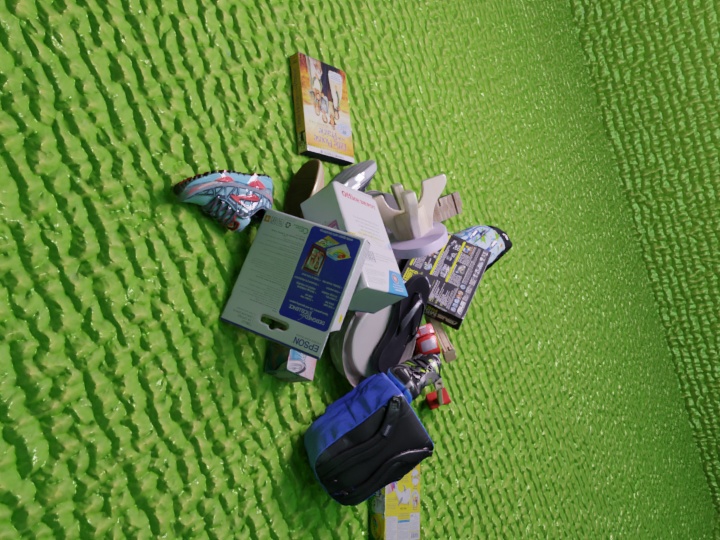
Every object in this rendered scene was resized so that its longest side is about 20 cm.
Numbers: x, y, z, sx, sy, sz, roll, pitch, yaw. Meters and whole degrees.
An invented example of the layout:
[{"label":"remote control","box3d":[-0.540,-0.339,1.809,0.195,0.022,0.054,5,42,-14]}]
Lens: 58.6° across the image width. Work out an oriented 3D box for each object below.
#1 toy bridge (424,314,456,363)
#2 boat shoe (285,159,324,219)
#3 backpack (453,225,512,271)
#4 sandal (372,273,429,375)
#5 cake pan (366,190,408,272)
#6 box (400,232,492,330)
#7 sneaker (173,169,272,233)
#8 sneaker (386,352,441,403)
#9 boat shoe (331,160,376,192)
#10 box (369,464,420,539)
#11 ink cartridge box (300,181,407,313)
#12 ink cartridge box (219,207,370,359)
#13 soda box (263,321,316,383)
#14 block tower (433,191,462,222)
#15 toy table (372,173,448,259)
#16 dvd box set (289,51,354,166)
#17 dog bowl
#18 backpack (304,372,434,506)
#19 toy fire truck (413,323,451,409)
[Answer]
[{"label":"toy bridge","box3d":[0.153,0.105,1.375,0.201,0.027,0.068,-113,-176,-50]},{"label":"boat shoe","box3d":[-0.100,-0.107,1.193,0.064,0.070,0.204,29,68,-48]},{"label":"backpack","box3d":[0.244,-0.031,1.530,0.155,0.162,0.201,52,52,-15]},{"label":"sandal","box3d":[0.089,0.106,1.224,0.076,0.042,0.204,31,78,-43]},{"label":"cake pan","box3d":[0.057,-0.079,1.394,0.198,0.036,0.205,17,67,-47]},{"label":"box","box3d":[0.176,0.009,1.371,0.045,0.158,0.202,101,16,-53]},{"label":"sneaker","box3d":[-0.212,-0.110,1.046,0.198,0.078,0.098,-7,87,-50]},{"label":"sneaker","box3d":[0.105,0.188,1.188,0.071,0.082,0.199,55,17,7]},{"label":"boat shoe","box3d":[-0.027,-0.150,1.297,0.200,0.071,0.072,-47,125,-34]},{"label":"box","box3d":[0.069,0.426,1.270,0.116,0.048,0.205,19,68,-46]},{"label":"ink cartridge box","box3d":[-0.011,-0.037,1.126,0.144,0.084,0.204,15,54,-56]},{"label":"ink cartridge box","box3d":[-0.105,0.019,1.034,0.204,0.194,0.047,-69,157,-8]},{"label":"soda box","box3d":[-0.109,0.090,1.129,0.068,0.063,0.204,32,57,-41]},{"label":"block tower","box3d":[0.177,-0.142,1.540,0.199,0.057,0.055,-25,99,-49]},{"label":"toy table","box3d":[0.099,-0.109,1.282,0.181,0.200,0.119,-22,106,-14]},{"label":"dvd box set","box3d":[-0.076,-0.324,1.301,0.145,0.029,0.205,5,76,-50]},{"label":"dog bowl","box3d":[0.022,0.131,1.236,0.197,0.058,0.205,-13,110,-41]},{"label":"backpack","box3d":[0.003,0.301,1.131,0.199,0.168,0.164,-37,111,-9]},{"label":"toy fire truck","box3d":[0.149,0.207,1.358,0.201,0.048,0.143,81,-11,-67]}]
